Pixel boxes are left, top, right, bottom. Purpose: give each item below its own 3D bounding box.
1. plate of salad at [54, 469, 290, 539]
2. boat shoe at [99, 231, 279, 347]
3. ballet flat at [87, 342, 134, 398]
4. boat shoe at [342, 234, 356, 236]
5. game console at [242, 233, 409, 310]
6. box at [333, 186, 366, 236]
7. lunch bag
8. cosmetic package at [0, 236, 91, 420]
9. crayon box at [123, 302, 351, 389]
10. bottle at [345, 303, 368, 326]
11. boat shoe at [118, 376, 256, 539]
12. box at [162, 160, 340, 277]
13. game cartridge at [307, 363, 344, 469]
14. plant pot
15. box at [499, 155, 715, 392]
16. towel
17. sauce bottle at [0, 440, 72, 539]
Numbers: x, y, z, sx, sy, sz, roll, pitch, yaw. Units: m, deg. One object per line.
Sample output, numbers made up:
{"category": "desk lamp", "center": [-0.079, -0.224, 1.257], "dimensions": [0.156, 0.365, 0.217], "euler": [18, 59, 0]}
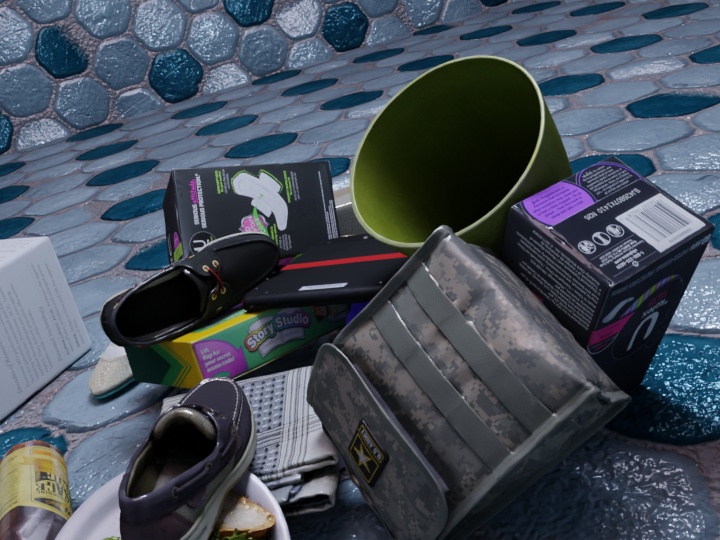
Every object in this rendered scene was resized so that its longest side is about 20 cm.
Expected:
{"category": "plate of salad", "center": [-0.147, 0.218, 0.575], "dimensions": [0.200, 0.048, 0.200], "euler": [-8, 51, 10]}
{"category": "boat shoe", "center": [-0.165, 0.020, 0.829], "dimensions": [0.201, 0.074, 0.063], "euler": [-27, 14, -24]}
{"category": "ballet flat", "center": [-0.264, 0.080, 1.000], "dimensions": [0.067, 0.062, 0.200], "euler": [-5, 24, 40]}
{"category": "boat shoe", "center": [0.057, -0.018, 1.041], "dimensions": [0.200, 0.065, 0.072], "euler": [1, 28, 30]}
{"category": "game console", "center": [0.000, 0.000, 0.848], "dimensions": [0.200, 0.031, 0.177], "euler": [-6, 20, 32]}
{"category": "box", "center": [0.038, -0.080, 1.158], "dimensions": [0.200, 0.095, 0.078], "euler": [-16, 23, -9]}
{"category": "lunch bag", "center": [0.059, 0.097, 0.595], "dimensions": [0.200, 0.118, 0.164], "euler": [-47, 60, 15]}
{"category": "cosmetic package", "center": [-0.479, 0.075, 1.002], "dimensions": [0.165, 0.165, 0.200], "euler": [-2, 25, 26]}
{"category": "crayon box", "center": [-0.134, 0.066, 0.901], "dimensions": [0.200, 0.058, 0.172], "euler": [-24, 13, -37]}
{"category": "bottle", "center": [0.029, 0.046, 0.859], "dimensions": [0.065, 0.084, 0.200], "euler": [-17, 11, 19]}
{"category": "boat shoe", "center": [-0.123, 0.129, 0.593], "dimensions": [0.072, 0.065, 0.200], "euler": [1, 25, 9]}
{"category": "box", "center": [-0.145, -0.057, 1.049], "dimensions": [0.200, 0.125, 0.149], "euler": [-5, -10, -20]}
{"category": "game cartridge", "center": [-0.057, 0.149, 0.770], "dimensions": [0.200, 0.042, 0.133], "euler": [-27, 31, -27]}
{"category": "plant pot", "center": [0.122, -0.060, 0.751], "dimensions": [0.187, 0.200, 0.187], "euler": [-19, 54, 29]}
{"category": "box", "center": [0.185, 0.028, 0.676], "dimensions": [0.122, 0.200, 0.106], "euler": [-26, 52, -25]}
{"category": "towel", "center": [-0.107, 0.149, 0.712], "dimensions": [0.192, 0.035, 0.200], "euler": [-11, 24, 6]}
{"category": "sauce bottle", "center": [-0.278, 0.221, 0.695], "dimensions": [0.066, 0.066, 0.200], "euler": [-21, 29, -16]}
